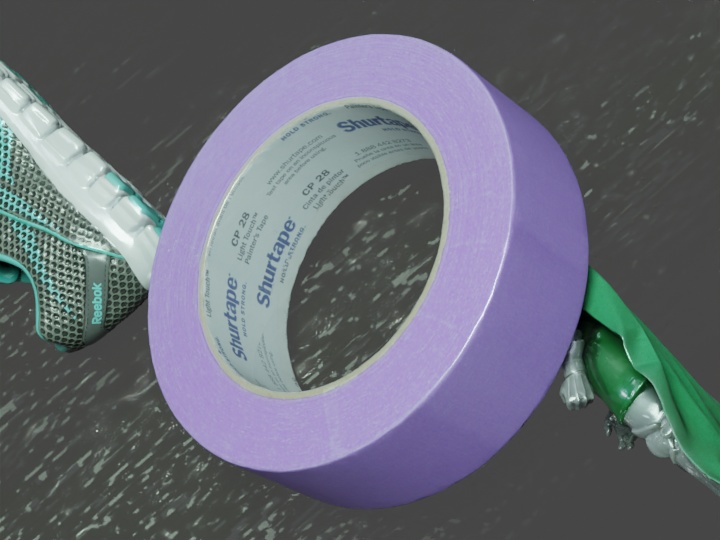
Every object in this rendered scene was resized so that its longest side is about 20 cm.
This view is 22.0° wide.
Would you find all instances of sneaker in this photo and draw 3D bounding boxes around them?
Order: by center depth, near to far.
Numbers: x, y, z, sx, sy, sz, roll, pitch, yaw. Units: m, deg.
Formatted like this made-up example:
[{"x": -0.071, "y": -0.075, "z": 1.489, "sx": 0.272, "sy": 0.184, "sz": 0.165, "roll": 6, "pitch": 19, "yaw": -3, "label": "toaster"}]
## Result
[{"x": -0.175, "y": -0.040, "z": 0.912, "sx": 0.091, "sy": 0.078, "sz": 0.200, "roll": -46, "pitch": 65, "yaw": -1, "label": "sneaker"}]

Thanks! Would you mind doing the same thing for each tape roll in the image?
[{"x": 0.000, "y": 0.000, "z": 0.817, "sx": 0.199, "sy": 0.066, "sz": 0.201, "roll": -18, "pitch": 59, "yaw": 33, "label": "tape roll"}]

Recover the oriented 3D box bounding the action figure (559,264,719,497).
[{"x": 0.116, "y": 0.046, "z": 0.803, "sx": 0.055, "sy": 0.118, "sz": 0.200, "roll": -44, "pitch": 58, "yaw": 8, "label": "action figure"}]
